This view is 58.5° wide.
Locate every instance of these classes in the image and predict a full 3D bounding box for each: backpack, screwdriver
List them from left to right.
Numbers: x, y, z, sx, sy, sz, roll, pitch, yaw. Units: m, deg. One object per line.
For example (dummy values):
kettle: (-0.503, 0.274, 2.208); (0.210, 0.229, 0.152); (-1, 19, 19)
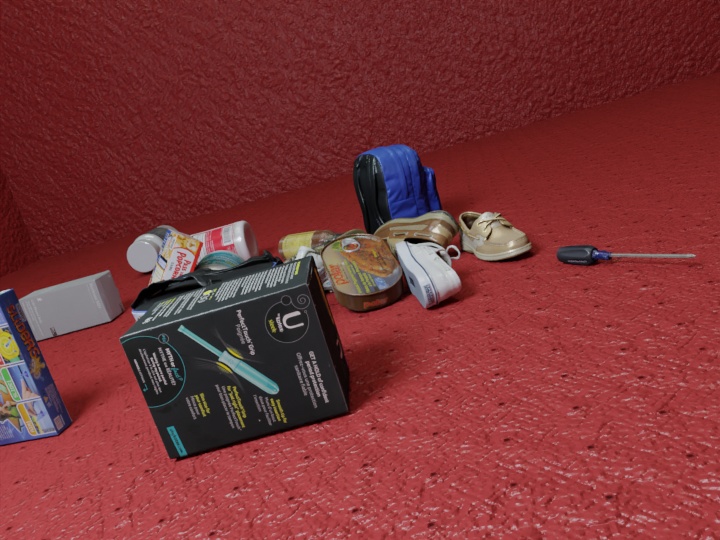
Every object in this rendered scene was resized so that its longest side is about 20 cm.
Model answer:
backpack: (-0.218, 0.064, 0.923); (0.190, 0.154, 0.200); (-3, 12, 20)
backpack: (0.076, -0.172, 1.388); (0.168, 0.200, 0.162); (-23, 15, -25)
screwdriver: (0.345, -0.016, 0.849); (0.028, 0.029, 0.200); (-25, 20, -30)

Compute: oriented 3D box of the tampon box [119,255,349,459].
tampon box: (-0.126, 0.091, 0.711); (0.200, 0.150, 0.126); (-16, 15, 3)

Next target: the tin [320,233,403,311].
tin: (0.000, 0.000, 1.043); (0.112, 0.042, 0.200); (-11, 31, -10)

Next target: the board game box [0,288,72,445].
board game box: (-0.486, 0.134, 0.856); (0.135, 0.200, 0.034); (-12, 14, 15)

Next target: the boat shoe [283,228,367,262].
boat shoe: (-0.073, -0.014, 1.239); (0.201, 0.072, 0.066); (-28, -5, -8)

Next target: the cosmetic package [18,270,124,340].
cosmetic package: (-0.654, 0.080, 1.458); (0.200, 0.107, 0.090); (-16, 13, 10)

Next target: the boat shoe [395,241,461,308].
boat shoe: (0.110, -0.008, 0.976); (0.086, 0.075, 0.202); (-18, 16, -3)

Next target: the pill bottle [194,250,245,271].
pill bottle: (-0.260, 0.034, 1.168); (0.111, 0.111, 0.200); (-17, 14, -2)

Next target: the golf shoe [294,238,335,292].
golf shoe: (-0.106, 0.010, 1.116); (0.200, 0.097, 0.078); (-29, 20, -37)

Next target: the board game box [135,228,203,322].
board game box: (-0.338, 0.032, 1.115); (0.046, 0.200, 0.151); (19, 0, -24)

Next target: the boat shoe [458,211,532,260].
boat shoe: (0.215, -0.064, 1.079); (0.074, 0.069, 0.200); (-20, 14, -15)

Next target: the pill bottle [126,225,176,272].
pill bottle: (-0.631, -0.066, 1.978); (0.113, 0.113, 0.200); (-15, 14, 8)

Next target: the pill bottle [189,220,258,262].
pill bottle: (-0.362, -0.046, 1.592); (0.200, 0.112, 0.112); (-15, 14, 8)

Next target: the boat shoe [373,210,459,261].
boat shoe: (0.087, -0.051, 1.171); (0.200, 0.076, 0.074); (-18, 37, 48)

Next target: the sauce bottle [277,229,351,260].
sauce bottle: (-0.094, -0.056, 1.420); (0.200, 0.066, 0.066); (-3, 19, 40)
